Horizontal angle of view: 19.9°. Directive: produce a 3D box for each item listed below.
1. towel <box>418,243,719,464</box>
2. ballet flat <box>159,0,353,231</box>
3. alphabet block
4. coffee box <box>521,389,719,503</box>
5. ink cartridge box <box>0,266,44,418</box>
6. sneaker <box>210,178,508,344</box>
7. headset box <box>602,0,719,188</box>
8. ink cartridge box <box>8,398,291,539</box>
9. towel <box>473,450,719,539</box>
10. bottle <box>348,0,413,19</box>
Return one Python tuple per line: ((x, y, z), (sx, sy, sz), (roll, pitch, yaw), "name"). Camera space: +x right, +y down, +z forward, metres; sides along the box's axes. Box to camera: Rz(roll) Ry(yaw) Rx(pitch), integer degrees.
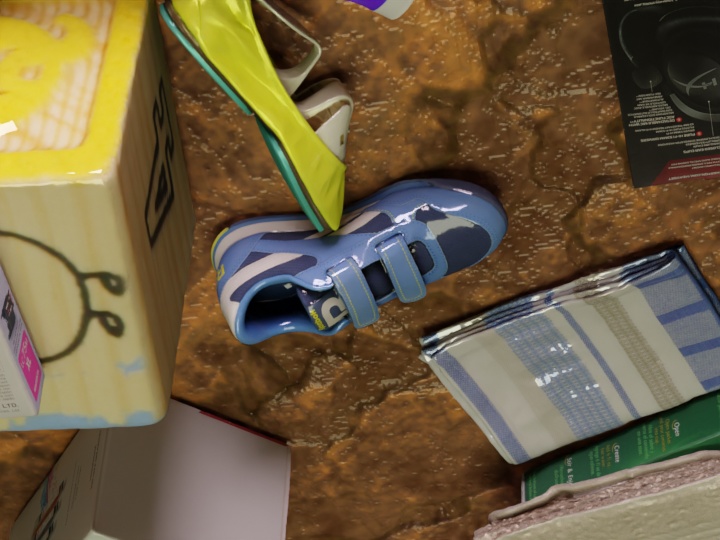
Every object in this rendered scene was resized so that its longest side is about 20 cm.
((0.158, 0.063, 1.411), (0.200, 0.024, 0.147), (-21, 130, 21), "towel")
((-0.044, -0.106, 1.235), (0.067, 0.067, 0.200), (-33, 125, 3), "ballet flat")
((-0.210, -0.040, 1.208), (0.195, 0.197, 0.200), (-4, 133, 4), "alphabet block")
((0.233, 0.157, 1.483), (0.200, 0.044, 0.123), (-27, 127, 26), "coffee box")
((-0.253, 0.006, 1.093), (0.119, 0.042, 0.200), (-6, 135, 8), "ink cartridge box")
((0.000, 0.000, 1.316), (0.200, 0.082, 0.074), (-15, 130, 13), "sneaker")
((0.218, -0.138, 1.180), (0.149, 0.077, 0.200), (-8, 134, 10), "headset box")
((-0.161, 0.210, 1.479), (0.145, 0.145, 0.200), (22, 131, -18), "ink cartridge box")
((0.192, 0.197, 1.471), (0.200, 0.035, 0.133), (-16, 132, 17), "towel")
((-0.057, -0.200, 1.129), (0.200, 0.065, 0.084), (24, 168, -20), "bottle")
